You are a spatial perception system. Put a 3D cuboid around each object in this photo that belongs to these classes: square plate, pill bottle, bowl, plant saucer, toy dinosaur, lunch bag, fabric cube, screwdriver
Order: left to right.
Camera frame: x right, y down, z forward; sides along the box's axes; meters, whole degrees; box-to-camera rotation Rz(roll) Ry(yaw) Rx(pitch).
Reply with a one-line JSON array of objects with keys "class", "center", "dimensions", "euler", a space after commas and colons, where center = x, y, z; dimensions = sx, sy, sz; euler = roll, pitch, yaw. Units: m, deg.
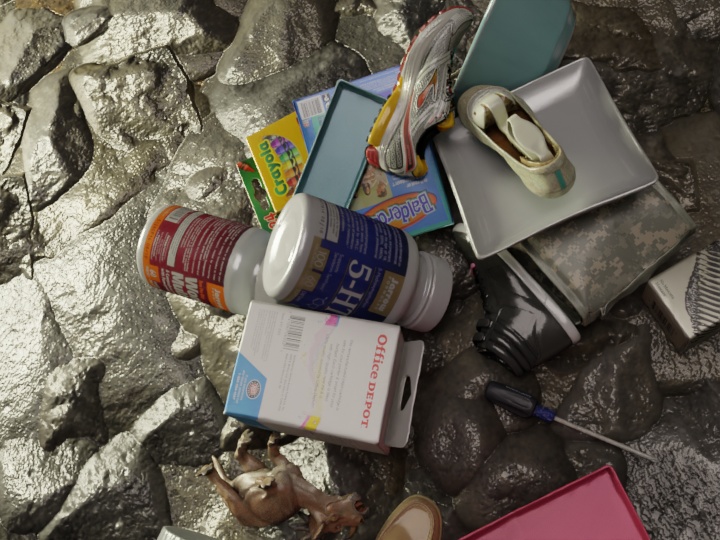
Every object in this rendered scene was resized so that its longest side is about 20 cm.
[{"class": "pill bottle", "center": [-0.170, -0.008, 1.006], "dimensions": [0.197, 0.110, 0.111], "euler": [16, 75, 19]}, {"class": "toy dinosaur", "center": [-0.103, 0.262, 0.914], "dimensions": [0.197, 0.137, 0.086], "euler": [-6, 28, 35]}, {"class": "plant saucer", "center": [-0.031, -0.120, 0.961], "dimensions": [0.069, 0.019, 0.203], "euler": [22, 95, 4]}, {"class": "pill bottle", "center": [0.000, 0.000, 0.913], "dimensions": [0.197, 0.119, 0.122], "euler": [18, 71, -23]}, {"class": "bowl", "center": [0.191, -0.274, 0.984], "dimensions": [0.104, 0.201, 0.203], "euler": [24, 77, 1]}, {"class": "square plate", "center": [0.193, -0.122, 0.880], "dimensions": [0.197, 0.029, 0.200], "euler": [-24, 52, 12]}, {"class": "fabric cube", "center": [0.192, 0.324, 0.747], "dimensions": [0.194, 0.200, 0.202], "euler": [-26, 66, 2]}, {"class": "screwdriver", "center": [0.228, 0.167, 0.884], "dimensions": [0.198, 0.029, 0.028], "euler": [20, 76, 25]}, {"class": "lunch bag", "center": [0.252, -0.052, 0.914], "dimensions": [0.163, 0.118, 0.201], "euler": [-39, 62, 0]}]

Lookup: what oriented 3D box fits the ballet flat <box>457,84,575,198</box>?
[{"class": "ballet flat", "center": [0.162, -0.156, 0.859], "dimensions": [0.067, 0.062, 0.201], "euler": [-37, 50, 1]}]

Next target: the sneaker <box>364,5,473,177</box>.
[{"class": "sneaker", "center": [0.082, -0.200, 0.917], "dimensions": [0.081, 0.078, 0.202], "euler": [27, 101, 14]}]

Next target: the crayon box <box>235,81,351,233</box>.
[{"class": "crayon box", "center": [-0.067, -0.146, 1.063], "dimensions": [0.198, 0.051, 0.128], "euler": [-28, 67, 3]}]

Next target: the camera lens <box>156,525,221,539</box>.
[{"class": "camera lens", "center": [-0.176, 0.389, 0.835], "dimensions": [0.158, 0.160, 0.203], "euler": [14, 74, 18]}]

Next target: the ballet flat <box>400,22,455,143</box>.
[{"class": "ballet flat", "center": [0.073, -0.224, 1.047], "dimensions": [0.068, 0.068, 0.203], "euler": [16, 88, 43]}]

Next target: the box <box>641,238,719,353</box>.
[{"class": "box", "center": [0.416, 0.003, 0.879], "dimensions": [0.198, 0.068, 0.083], "euler": [-32, 67, 2]}]

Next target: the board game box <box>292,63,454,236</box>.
[{"class": "board game box", "center": [0.017, -0.131, 0.988], "dimensions": [0.150, 0.045, 0.203], "euler": [-16, 91, 6]}]

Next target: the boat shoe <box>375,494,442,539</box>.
[{"class": "boat shoe", "center": [0.027, 0.334, 0.857], "dimensions": [0.070, 0.065, 0.202], "euler": [24, 78, 21]}]

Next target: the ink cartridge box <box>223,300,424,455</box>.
[{"class": "ink cartridge box", "center": [-0.031, 0.126, 0.908], "dimensions": [0.196, 0.125, 0.131], "euler": [10, 74, 11]}]

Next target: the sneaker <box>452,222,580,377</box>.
[{"class": "sneaker", "center": [0.150, 0.036, 0.932], "dimensions": [0.099, 0.071, 0.200], "euler": [-40, 66, -2]}]
